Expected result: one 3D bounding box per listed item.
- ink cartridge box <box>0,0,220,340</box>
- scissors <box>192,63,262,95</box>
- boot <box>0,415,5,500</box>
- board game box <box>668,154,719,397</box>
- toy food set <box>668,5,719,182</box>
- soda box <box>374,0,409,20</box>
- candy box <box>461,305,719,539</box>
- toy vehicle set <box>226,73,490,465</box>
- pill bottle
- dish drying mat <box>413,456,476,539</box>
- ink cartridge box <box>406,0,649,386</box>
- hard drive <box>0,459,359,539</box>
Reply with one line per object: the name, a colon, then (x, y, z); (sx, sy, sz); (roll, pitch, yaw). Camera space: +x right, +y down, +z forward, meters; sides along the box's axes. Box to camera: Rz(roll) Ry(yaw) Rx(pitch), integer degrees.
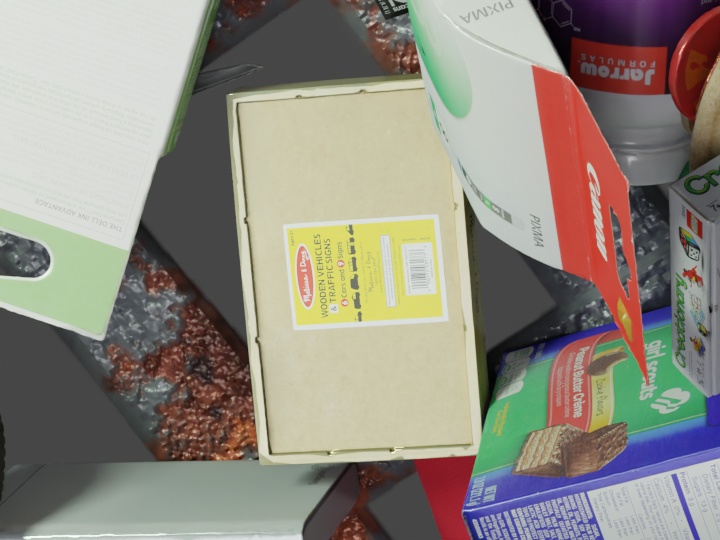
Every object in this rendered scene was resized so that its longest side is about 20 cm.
ink cartridge box: (-0.166, -0.083, 1.569); (0.145, 0.048, 0.201); (18, 100, 3)
scissors: (-0.145, -0.078, 1.618); (0.198, 0.014, 0.074); (0, 111, 11)
boot: (-0.265, 0.051, 1.576); (0.077, 0.201, 0.138); (-33, 148, 23)
board game box: (0.234, -0.036, 1.447); (0.035, 0.199, 0.127); (45, 155, 36)
toy food set: (0.227, -0.099, 1.452); (0.049, 0.197, 0.201); (45, 149, 36)
soda box: (0.001, -0.222, 1.456); (0.063, 0.071, 0.201); (-16, 129, 18)
candy box: (0.164, 0.085, 1.536); (0.199, 0.169, 0.077); (-15, 114, 18)
toy vehicle set: (0.000, 0.000, 1.586); (0.123, 0.027, 0.202); (-2, 99, 14)
pill bottle: (0.135, -0.148, 1.468); (0.112, 0.113, 0.201); (5, 115, 10)
dish drying mat: (0.082, 0.165, 1.660); (0.077, 0.018, 0.201); (1, 119, 47)
ink cartridge box: (0.075, -0.057, 1.425); (0.050, 0.201, 0.161); (-19, 143, -4)
hard drive: (-0.111, 0.132, 1.638); (0.198, 0.132, 0.027); (-1, 103, 13)
